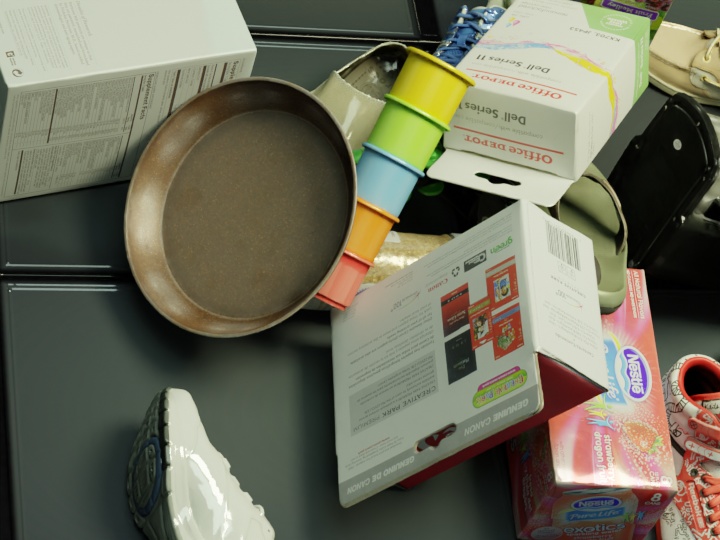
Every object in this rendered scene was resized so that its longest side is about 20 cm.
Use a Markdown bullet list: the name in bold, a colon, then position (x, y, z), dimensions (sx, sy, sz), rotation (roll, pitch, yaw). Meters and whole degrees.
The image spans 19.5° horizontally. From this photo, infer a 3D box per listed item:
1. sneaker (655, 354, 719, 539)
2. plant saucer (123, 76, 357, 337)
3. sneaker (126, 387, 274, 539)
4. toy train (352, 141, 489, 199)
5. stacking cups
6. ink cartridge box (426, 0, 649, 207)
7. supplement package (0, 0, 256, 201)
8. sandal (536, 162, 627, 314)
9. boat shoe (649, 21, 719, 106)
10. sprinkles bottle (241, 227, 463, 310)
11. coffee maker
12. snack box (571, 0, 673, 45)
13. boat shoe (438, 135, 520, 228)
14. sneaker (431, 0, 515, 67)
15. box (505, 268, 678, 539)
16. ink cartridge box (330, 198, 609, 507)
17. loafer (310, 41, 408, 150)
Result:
- **sneaker**: position (0.266, 0.163, 1.581), dimensions (0.067, 0.108, 0.202), rotation (-4, 58, -19)
- **plant saucer**: position (-0.085, -0.045, 1.573), dimensions (0.199, 0.034, 0.201), rotation (-8, 73, 25)
- **sneaker**: position (-0.111, 0.177, 1.493), dimensions (0.087, 0.075, 0.201), rotation (0, 62, -31)
- **toy train**: position (0.041, -0.086, 1.666), dimensions (0.199, 0.042, 0.057), rotation (-15, 48, -17)
- **stacking cups**: position (0.015, -0.068, 1.579), dimensions (0.060, 0.061, 0.201), rotation (28, 93, 4)
- **ink cartridge box**: position (0.140, -0.137, 1.643), dimensions (0.117, 0.068, 0.200), rotation (15, 40, 22)
- **supplement package**: position (-0.209, -0.169, 1.640), dimensions (0.199, 0.151, 0.152), rotation (-11, 60, -23)
- **sandal**: position (0.176, -0.041, 1.620), dimensions (0.079, 0.058, 0.201), rotation (7, 33, -11)
- **boat shoe**: position (0.331, -0.185, 1.864), dimensions (0.199, 0.069, 0.074), rotation (22, 53, -1)
- **sprinkles bottle**: position (0.000, 0.000, 1.639), dimensions (0.199, 0.068, 0.069), rotation (4, 55, -14)
- **coffee maker**: position (0.304, -0.037, 1.711), dimensions (0.199, 0.192, 0.135), rotation (15, 58, -27)
- **snack box**: position (0.217, -0.244, 1.788), dimensions (0.067, 0.200, 0.169), rotation (15, 54, -6)
- **boat shoe**: position (0.110, -0.051, 1.712), dimensions (0.056, 0.069, 0.200), rotation (-30, 63, -27)
- **sneaker**: position (0.087, -0.179, 1.748), dimensions (0.075, 0.077, 0.200), rotation (2, 22, 27)
- **box**: position (0.171, 0.101, 1.603), dimensions (0.102, 0.095, 0.201), rotation (6, 55, -13)
- **ink cartridge box**: position (0.076, 0.076, 1.522), dimensions (0.084, 0.200, 0.176), rotation (28, 46, -37)
- **loafer**: position (-0.018, -0.124, 1.718), dimensions (0.075, 0.068, 0.200), rotation (31, 54, 6)
